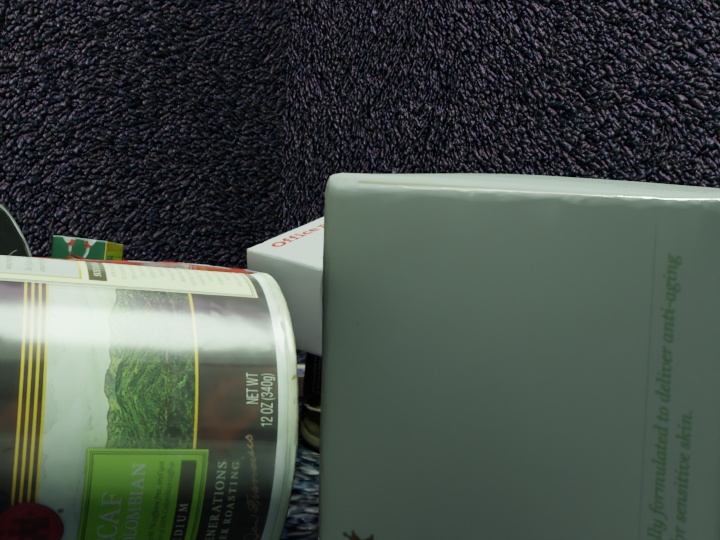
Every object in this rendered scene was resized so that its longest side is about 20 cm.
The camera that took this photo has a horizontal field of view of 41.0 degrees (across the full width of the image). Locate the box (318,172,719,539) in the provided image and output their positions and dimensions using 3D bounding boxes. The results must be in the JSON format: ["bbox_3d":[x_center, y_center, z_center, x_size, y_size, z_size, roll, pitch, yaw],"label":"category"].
[{"bbox_3d":[0.097,0.052,0.507,0.197,0.203,0.171,5,7,26],"label":"box"}]

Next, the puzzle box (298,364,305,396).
[{"bbox_3d":[-0.018,0.139,1.202,0.197,0.026,0.133,4,0,-14],"label":"puzzle box"}]

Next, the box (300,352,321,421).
[{"bbox_3d":[0.058,0.097,0.979,0.193,0.126,0.200,6,0,10],"label":"box"}]

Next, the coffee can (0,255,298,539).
[{"bbox_3d":[-0.143,0.067,0.444,0.197,0.149,0.146,4,0,-22],"label":"coffee can"}]

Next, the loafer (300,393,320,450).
[{"bbox_3d":[0.010,0.118,0.782,0.075,0.069,0.199,4,0,-28],"label":"loafer"}]

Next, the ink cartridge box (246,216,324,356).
[{"bbox_3d":[0.024,0.016,0.809,0.198,0.087,0.146,14,27,36],"label":"ink cartridge box"}]

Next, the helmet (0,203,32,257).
[{"bbox_3d":[-0.382,0.027,0.787,0.197,0.202,0.191,4,40,30],"label":"helmet"}]

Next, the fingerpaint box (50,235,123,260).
[{"bbox_3d":[-0.374,0.042,1.296,0.072,0.170,0.200,6,0,-8],"label":"fingerpaint box"}]

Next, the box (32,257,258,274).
[{"bbox_3d":[-0.184,0.042,0.776,0.197,0.097,0.099,2,-3,31],"label":"box"}]
